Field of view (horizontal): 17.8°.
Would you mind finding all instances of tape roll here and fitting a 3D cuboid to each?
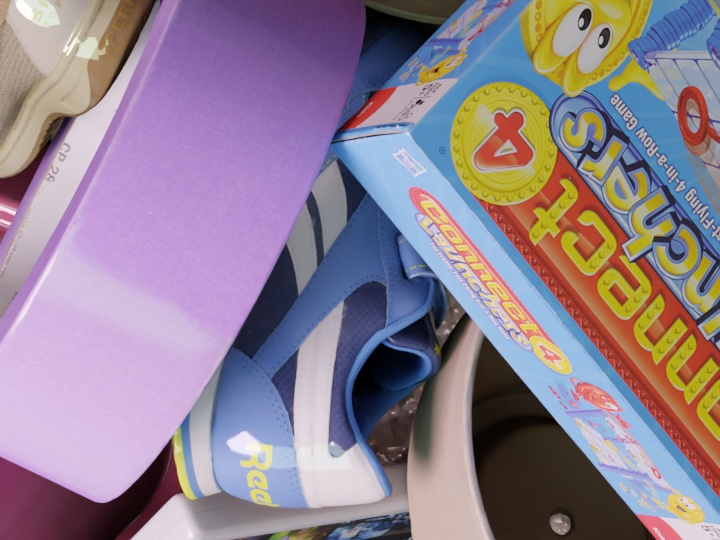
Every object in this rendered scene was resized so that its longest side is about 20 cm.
[{"bbox_3d":[-0.075,-0.022,0.804,0.066,0.200,0.200,28,125,-14],"label":"tape roll"}]

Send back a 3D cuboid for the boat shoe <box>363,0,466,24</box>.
[{"bbox_3d":[-0.007,-0.135,0.807,0.200,0.065,0.071,15,87,7],"label":"boat shoe"}]

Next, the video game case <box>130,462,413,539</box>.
[{"bbox_3d":[-0.050,0.138,0.950,0.182,0.200,0.023,-45,63,33],"label":"video game case"}]

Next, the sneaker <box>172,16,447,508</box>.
[{"bbox_3d":[0.000,0.000,0.838,0.082,0.200,0.074,12,157,18],"label":"sneaker"}]

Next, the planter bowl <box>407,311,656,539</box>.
[{"bbox_3d":[0.098,0.086,0.875,0.200,0.200,0.135,38,150,-10],"label":"planter bowl"}]

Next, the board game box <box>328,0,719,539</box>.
[{"bbox_3d":[0.124,-0.036,0.776,0.200,0.196,0.056,49,159,-17],"label":"board game box"}]

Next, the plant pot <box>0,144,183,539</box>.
[{"bbox_3d":[-0.173,0.070,0.933,0.200,0.179,0.200,8,124,12],"label":"plant pot"}]

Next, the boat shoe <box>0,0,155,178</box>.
[{"bbox_3d":[-0.130,-0.083,0.839,0.063,0.073,0.201,28,168,-16],"label":"boat shoe"}]
